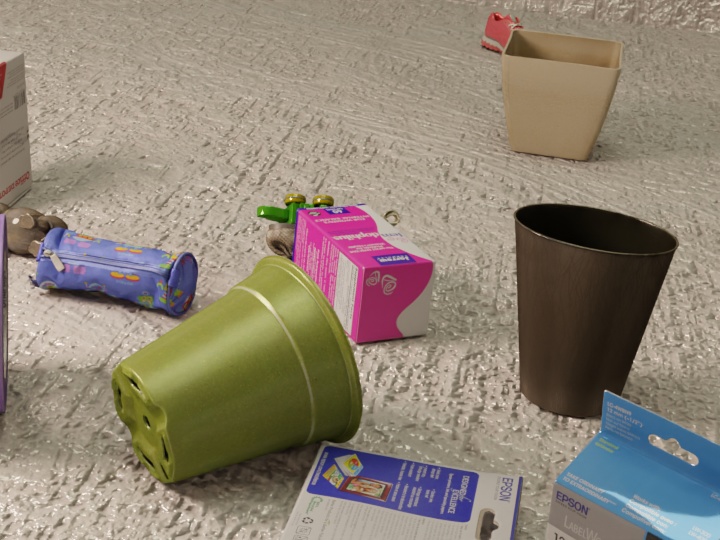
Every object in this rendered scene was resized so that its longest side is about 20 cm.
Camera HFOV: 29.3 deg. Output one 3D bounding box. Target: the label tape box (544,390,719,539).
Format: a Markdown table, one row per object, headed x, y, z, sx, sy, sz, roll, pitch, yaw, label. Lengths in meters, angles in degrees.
| x | y | z | sx | sy | sz | roll | pitch | yaw | label |
| --- | --- | --- | --- | --- | --- | --- | --- | --- | --- |
| 0.220 | 0.217 | 1.094 | 0.066 | 0.201 | 0.143 | -19 | 32 | -41 | label tape box |

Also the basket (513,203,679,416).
| x | y | z | sx | sy | sz | roll | pitch | yaw | label |
| --- | --- | --- | --- | --- | --- | --- | --- | --- | --- |
| 0.242 | 0.046 | 1.510 | 0.179 | 0.201 | 0.136 | 15 | 23 | 19 | basket |

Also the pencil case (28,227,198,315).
| x | y | z | sx | sy | sz | roll | pitch | yaw | label |
| --- | --- | --- | --- | --- | --- | --- | --- | --- | --- |
| -0.297 | 0.000 | 1.658 | 0.199 | 0.079 | 0.087 | 10 | -6 | 13 | pencil case |

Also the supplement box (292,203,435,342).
| x | y | z | sx | sy | sz | roll | pitch | yaw | label |
| --- | --- | --- | --- | --- | --- | --- | --- | --- | --- |
| 0.000 | 0.000 | 1.698 | 0.101 | 0.104 | 0.200 | -6 | 27 | -26 | supplement box |

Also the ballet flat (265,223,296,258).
| x | y | z | sx | sy | sz | roll | pitch | yaw | label |
| --- | --- | --- | --- | --- | --- | --- | --- | --- | --- |
| -0.030 | -0.032 | 1.852 | 0.199 | 0.047 | 0.067 | 5 | -9 | -16 | ballet flat |

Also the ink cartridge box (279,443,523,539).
| x | y | z | sx | sy | sz | roll | pitch | yaw | label |
| --- | --- | --- | --- | --- | --- | --- | --- | --- | --- |
| 0.038 | 0.231 | 1.229 | 0.199 | 0.047 | 0.198 | 10 | 22 | 8 | ink cartridge box |

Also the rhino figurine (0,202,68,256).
| x | y | z | sx | sy | sz | roll | pitch | yaw | label |
| --- | --- | --- | --- | --- | --- | --- | --- | --- | --- |
| -0.466 | -0.058 | 1.783 | 0.199 | 0.060 | 0.087 | 14 | 4 | 21 | rhino figurine |

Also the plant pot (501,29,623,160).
| x | y | z | sx | sy | sz | roll | pitch | yaw | label |
| --- | --- | --- | --- | --- | --- | --- | --- | --- | --- |
| 0.343 | -0.301 | 2.392 | 0.198 | 0.178 | 0.200 | 8 | 23 | 9 | plant pot |

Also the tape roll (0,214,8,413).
| x | y | z | sx | sy | sz | roll | pitch | yaw | label |
| --- | --- | --- | --- | --- | --- | --- | --- | --- | --- |
| -0.397 | 0.043 | 1.376 | 0.084 | 0.201 | 0.200 | 1 | 23 | -12 | tape roll |

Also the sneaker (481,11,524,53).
| x | y | z | sx | sy | sz | roll | pitch | yaw | label |
| --- | --- | --- | --- | --- | --- | --- | --- | --- | --- |
| 0.334 | -0.518 | 3.030 | 0.073 | 0.087 | 0.200 | -10 | 27 | -30 | sneaker |

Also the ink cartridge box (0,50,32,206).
| x | y | z | sx | sy | sz | roll | pitch | yaw | label |
| --- | --- | --- | --- | --- | --- | --- | --- | --- | --- |
| -0.526 | -0.194 | 1.918 | 0.082 | 0.201 | 0.147 | 5 | 22 | 7 | ink cartridge box |

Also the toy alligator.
| x | y | z | sx | sy | sz | roll | pitch | yaw | label |
| --- | --- | --- | --- | --- | --- | --- | --- | --- | --- |
| -0.046 | -0.068 | 1.919 | 0.198 | 0.060 | 0.054 | 3 | -18 | -5 | toy alligator |

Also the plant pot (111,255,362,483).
| x | y | z | sx | sy | sz | roll | pitch | yaw | label |
| --- | --- | --- | --- | --- | --- | --- | --- | --- | --- |
| -0.130 | 0.113 | 1.327 | 0.189 | 0.201 | 0.200 | -24 | 34 | -28 | plant pot |
